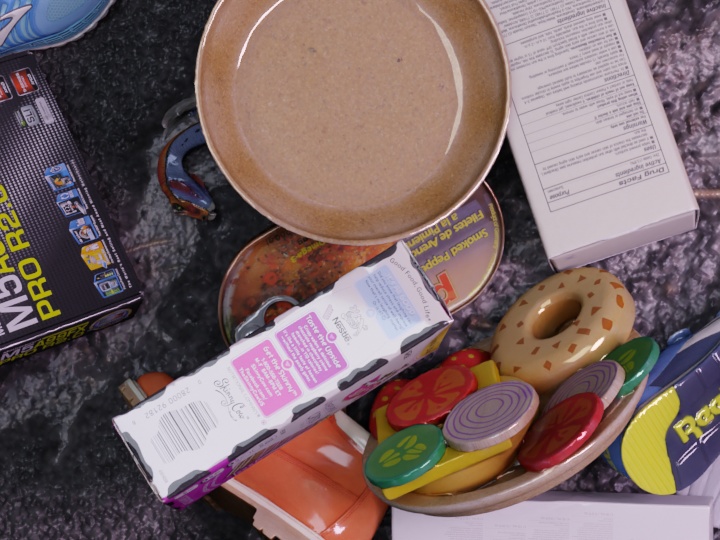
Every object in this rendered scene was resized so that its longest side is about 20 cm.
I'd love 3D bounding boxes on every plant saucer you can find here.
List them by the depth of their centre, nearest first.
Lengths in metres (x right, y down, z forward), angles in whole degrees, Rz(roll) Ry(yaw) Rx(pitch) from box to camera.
[{"bbox_3d":[-0.006,-0.114,1.178,0.200,0.035,0.200,0,87,-8],"label":"plant saucer"}]

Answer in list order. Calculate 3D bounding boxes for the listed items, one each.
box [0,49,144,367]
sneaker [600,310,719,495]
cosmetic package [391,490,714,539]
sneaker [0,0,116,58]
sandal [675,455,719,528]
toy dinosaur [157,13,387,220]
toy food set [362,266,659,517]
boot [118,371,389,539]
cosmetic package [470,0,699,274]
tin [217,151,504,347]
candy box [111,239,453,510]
[{"bbox_3d":[-0.259,-0.035,1.260,0.160,0.044,0.200,-20,76,-25],"label":"box"},{"bbox_3d":[0.226,0.063,1.173,0.200,0.082,0.074,-32,100,-18],"label":"sneaker"},{"bbox_3d":[0.121,0.182,1.180,0.200,0.051,0.083,1,91,14],"label":"cosmetic package"},{"bbox_3d":[-0.252,-0.187,1.295,0.200,0.090,0.078,-31,77,4],"label":"sneaker"},{"bbox_3d":[0.300,0.123,1.163,0.206,0.059,0.079,-3,91,31],"label":"sandal"},{"bbox_3d":[-0.051,-0.103,1.269,0.181,0.200,0.105,-16,109,34],"label":"toy dinosaur"},{"bbox_3d":[0.089,0.080,1.148,0.200,0.198,0.049,-24,113,8],"label":"toy food set"},{"bbox_3d":[-0.065,0.114,1.232,0.200,0.075,0.107,35,74,16],"label":"boot"},{"bbox_3d":[0.141,-0.109,1.218,0.105,0.071,0.200,-17,79,7],"label":"cosmetic package"},{"bbox_3d":[0.000,0.000,1.225,0.200,0.042,0.112,-31,96,0],"label":"tin"},{"bbox_3d":[-0.045,0.068,1.130,0.200,0.136,0.061,-33,83,-6],"label":"candy box"}]
